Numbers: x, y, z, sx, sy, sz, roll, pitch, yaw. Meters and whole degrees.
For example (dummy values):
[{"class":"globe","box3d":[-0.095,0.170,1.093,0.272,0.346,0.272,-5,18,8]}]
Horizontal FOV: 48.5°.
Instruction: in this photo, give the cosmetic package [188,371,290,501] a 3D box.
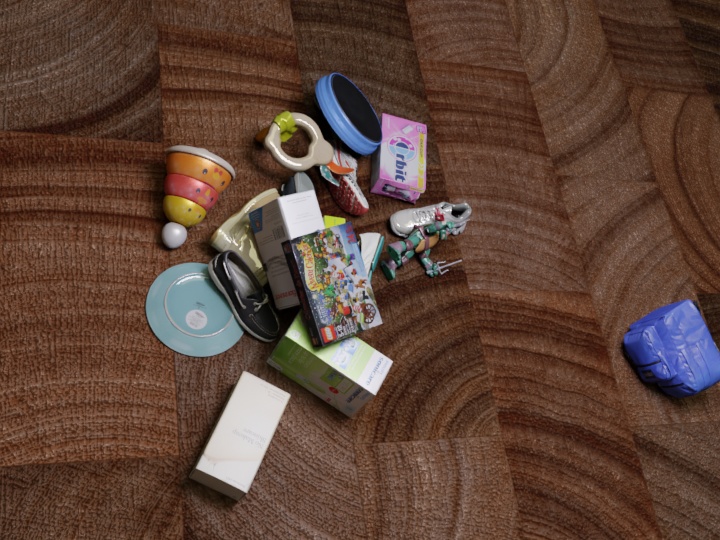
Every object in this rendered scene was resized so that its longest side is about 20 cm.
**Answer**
[{"class":"cosmetic package","box3d":[-0.215,0.296,1.439,0.103,0.073,0.200,27,56,-7]}]

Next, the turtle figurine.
[{"class":"turtle figurine","box3d":[0.143,-0.054,1.747,0.200,0.150,0.101,-24,46,-25]}]

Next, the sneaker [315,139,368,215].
[{"class":"sneaker","box3d":[-0.031,-0.214,1.783,0.082,0.078,0.200,-19,73,-31]}]

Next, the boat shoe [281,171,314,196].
[{"class":"boat shoe","box3d":[-0.131,-0.128,1.675,0.076,0.060,0.200,42,26,-29]}]

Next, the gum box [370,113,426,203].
[{"class":"gum box","box3d":[0.089,-0.258,1.861,0.113,0.066,0.200,12,59,-15]}]

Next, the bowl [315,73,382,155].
[{"class":"bowl","box3d":[-0.021,-0.352,1.784,0.201,0.039,0.201,42,29,-31]}]

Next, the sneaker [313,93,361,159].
[{"class":"sneaker","box3d":[-0.028,-0.348,1.860,0.087,0.074,0.200,-16,70,-34]}]

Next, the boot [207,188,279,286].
[{"class":"boot","box3d":[-0.195,-0.067,1.642,0.155,0.073,0.200,44,50,-1]}]

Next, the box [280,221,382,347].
[{"class":"box","box3d":[-0.051,0.024,1.457,0.136,0.038,0.200,-19,92,-33]}]

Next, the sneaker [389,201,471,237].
[{"class":"sneaker","box3d":[0.160,-0.122,1.813,0.200,0.081,0.075,-8,69,-24]}]

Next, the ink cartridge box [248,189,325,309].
[{"class":"ink cartridge box","box3d":[-0.126,-0.037,1.530,0.084,0.145,0.200,-17,91,-32]}]

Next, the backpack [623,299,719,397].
[{"class":"backpack","box3d":[0.716,0.194,1.832,0.168,0.163,0.200,-29,85,-10]}]

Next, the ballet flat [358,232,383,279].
[{"class":"ballet flat","box3d":[0.000,0.000,1.698,0.069,0.069,0.200,23,53,-10]}]

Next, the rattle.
[{"class":"rattle","box3d":[-0.127,-0.247,1.744,0.200,0.143,0.130,28,56,-20]}]

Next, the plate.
[{"class":"plate","box3d":[-0.312,0.070,1.547,0.200,0.026,0.201,10,60,-18]}]

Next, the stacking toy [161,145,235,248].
[{"class":"stacking toy","box3d":[-0.346,-0.137,1.604,0.146,0.146,0.200,18,76,-13]}]

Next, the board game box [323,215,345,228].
[{"class":"board game box","box3d":[-0.066,0.001,1.639,0.048,0.102,0.200,7,61,-19]}]

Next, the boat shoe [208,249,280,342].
[{"class":"boat shoe","box3d":[-0.216,0.048,1.557,0.200,0.060,0.074,57,42,-3]}]

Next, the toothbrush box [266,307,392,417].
[{"class":"toothbrush box","box3d":[-0.061,0.174,1.523,0.200,0.146,0.086,33,56,-4]}]
